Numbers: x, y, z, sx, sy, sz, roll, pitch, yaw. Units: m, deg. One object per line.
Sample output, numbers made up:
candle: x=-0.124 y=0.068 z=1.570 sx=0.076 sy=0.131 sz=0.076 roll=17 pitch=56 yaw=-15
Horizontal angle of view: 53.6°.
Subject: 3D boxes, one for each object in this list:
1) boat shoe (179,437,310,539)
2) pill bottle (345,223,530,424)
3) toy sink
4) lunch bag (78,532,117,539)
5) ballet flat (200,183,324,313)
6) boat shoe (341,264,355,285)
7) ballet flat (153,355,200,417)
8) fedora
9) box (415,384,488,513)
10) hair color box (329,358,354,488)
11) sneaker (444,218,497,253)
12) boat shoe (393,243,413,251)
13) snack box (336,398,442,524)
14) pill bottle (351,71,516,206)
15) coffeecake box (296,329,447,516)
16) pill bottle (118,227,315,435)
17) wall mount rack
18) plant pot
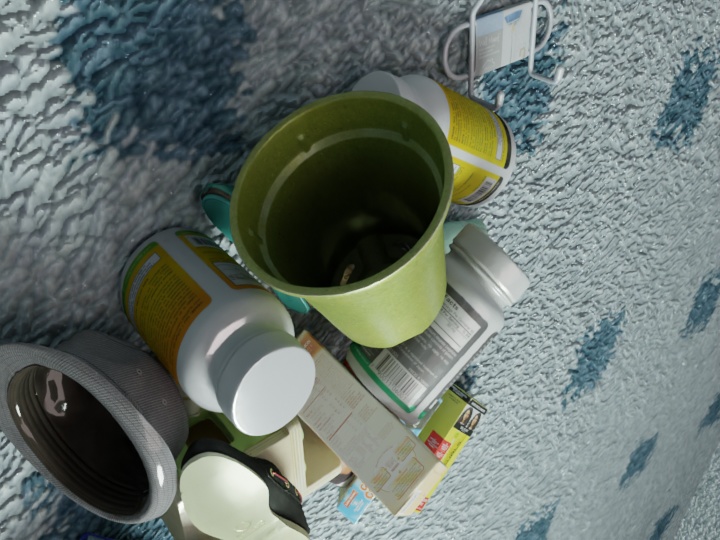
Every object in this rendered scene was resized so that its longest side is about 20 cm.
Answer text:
boat shoe: x=-0.108 y=0.210 z=0.664 sx=0.072 sy=0.064 sz=0.203 roll=-28 pitch=134 yaw=3
pill bottle: x=0.085 y=0.056 z=0.776 sx=0.201 sy=0.113 sz=0.113 roll=-47 pitch=139 yaw=3
toy sink: x=-0.130 y=0.189 z=0.770 sx=0.197 sy=0.130 sz=0.115 roll=-24 pitch=130 yaw=-30
lunch bag: x=-0.230 y=0.399 z=0.773 sx=0.129 sy=0.168 sz=0.200 roll=-53 pitch=140 yaw=-9
ballet flat: x=-0.091 y=-0.038 z=0.723 sx=0.201 sy=0.066 sz=0.072 roll=56 pitch=51 yaw=-46
boat shoe: x=0.000 y=0.000 z=0.821 sx=0.074 sy=0.069 sz=0.201 roll=-45 pitch=136 yaw=-10
ballet flat: x=-0.161 y=0.109 z=0.731 sx=0.197 sy=0.072 sz=0.069 roll=-26 pitch=128 yaw=-30
fedora: x=-0.227 y=0.122 z=0.630 sx=0.177 sy=0.199 sz=0.091 roll=-44 pitch=-175 yaw=37
box: x=0.119 y=0.282 z=1.134 sx=0.202 sy=0.050 sz=0.075 roll=-55 pitch=140 yaw=-2
hair color box: x=-0.001 y=0.178 z=0.941 sx=0.202 sy=0.061 sz=0.101 roll=-54 pitch=140 yaw=-2
sneaker: x=0.129 y=0.029 z=0.959 sx=0.116 sy=0.073 sz=0.206 roll=-16 pitch=123 yaw=-29
boat shoe: x=0.055 y=-0.027 z=0.842 sx=0.067 sy=0.072 sz=0.202 roll=-28 pitch=117 yaw=10
snack box: x=0.039 y=0.246 z=0.996 sx=0.202 sy=0.037 sz=0.116 roll=-54 pitch=177 yaw=-3
pill bottle: x=0.075 y=-0.142 z=0.771 sx=0.197 sy=0.112 sz=0.115 roll=10 pitch=108 yaw=-47
coffeecake box: x=-0.001 y=0.174 z=0.800 sx=0.073 sy=0.199 sz=0.154 roll=-46 pitch=160 yaw=-6
pill bottle: x=-0.127 y=0.052 z=0.631 sx=0.109 sy=0.199 sz=0.114 roll=-23 pitch=130 yaw=-31
wall mount rack: x=0.183 y=-0.288 z=0.814 sx=0.197 sy=0.074 sz=0.178 roll=-28 pitch=131 yaw=-31
plant pot: x=0.004 y=-0.024 z=0.665 sx=0.201 sy=0.199 sz=0.185 roll=-45 pitch=148 yaw=-11
